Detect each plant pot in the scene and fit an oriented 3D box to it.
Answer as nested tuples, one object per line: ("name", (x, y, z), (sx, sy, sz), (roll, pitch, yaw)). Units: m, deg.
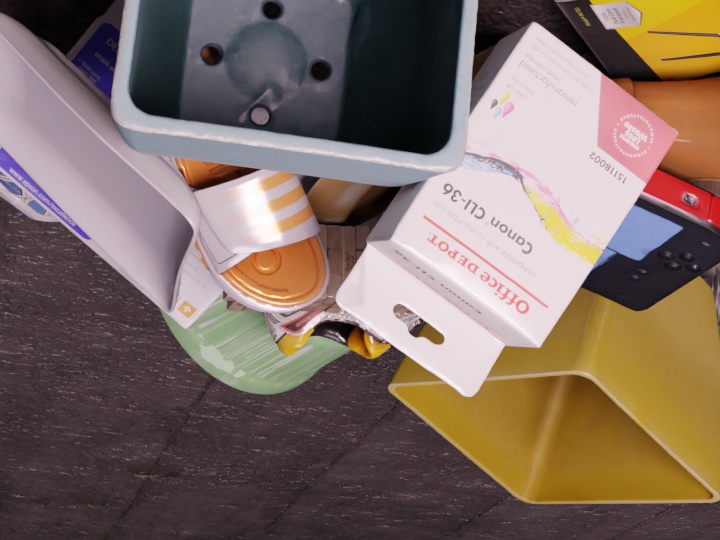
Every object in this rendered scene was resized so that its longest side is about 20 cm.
("plant pot", (0.177, 0.061, 1.428), (0.199, 0.177, 0.200), (-7, 143, 44))
("plant pot", (-0.047, -0.147, 1.071), (0.195, 0.197, 0.200), (7, 171, -9))
("plant pot", (0.043, -0.088, 1.247), (0.200, 0.028, 0.200), (-37, 174, -5))

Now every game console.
("game console", (0.140, -0.037, 1.221), (0.199, 0.031, 0.177), (24, 154, -8))

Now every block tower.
("block tower", (0.000, 0.000, 1.250), (0.199, 0.054, 0.058), (2, 167, -15))

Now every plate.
("plate", (-0.178, -0.074, 1.183), (0.200, 0.032, 0.200), (44, 161, 5))

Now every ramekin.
("ramekin", (-0.064, -0.011, 1.424), (0.200, 0.201, 0.098), (22, 146, -39))

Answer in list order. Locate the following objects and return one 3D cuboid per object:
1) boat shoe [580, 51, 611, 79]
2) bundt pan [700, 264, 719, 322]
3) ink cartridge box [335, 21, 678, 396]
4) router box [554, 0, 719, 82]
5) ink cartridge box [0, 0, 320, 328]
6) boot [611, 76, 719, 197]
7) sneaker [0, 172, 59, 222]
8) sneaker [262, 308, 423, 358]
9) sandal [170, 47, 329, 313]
("boat shoe", (0.184, -0.097, 1.326), (0.066, 0.074, 0.200), (-4, 148, 29))
("bundt pan", (0.307, -0.010, 1.521), (0.201, 0.076, 0.202), (3, 159, 1))
("ink cartridge box", (0.086, -0.033, 1.082), (0.116, 0.200, 0.067), (35, 171, -10))
("router box", (0.231, -0.158, 1.165), (0.149, 0.051, 0.200), (-4, 158, 27))
("ink cartridge box", (-0.136, -0.084, 1.275), (0.198, 0.043, 0.200), (42, 122, -9))
("boot", (0.192, -0.107, 1.160), (0.155, 0.077, 0.200), (17, 166, -10))
("sneaker", (-0.260, -0.091, 1.404), (0.077, 0.076, 0.200), (-7, 159, 38))
("sneaker", (0.021, 0.026, 1.320), (0.199, 0.083, 0.078), (-3, 165, -16))
("sandal", (-0.086, -0.066, 1.174), (0.079, 0.207, 0.059), (-29, -177, -19))
